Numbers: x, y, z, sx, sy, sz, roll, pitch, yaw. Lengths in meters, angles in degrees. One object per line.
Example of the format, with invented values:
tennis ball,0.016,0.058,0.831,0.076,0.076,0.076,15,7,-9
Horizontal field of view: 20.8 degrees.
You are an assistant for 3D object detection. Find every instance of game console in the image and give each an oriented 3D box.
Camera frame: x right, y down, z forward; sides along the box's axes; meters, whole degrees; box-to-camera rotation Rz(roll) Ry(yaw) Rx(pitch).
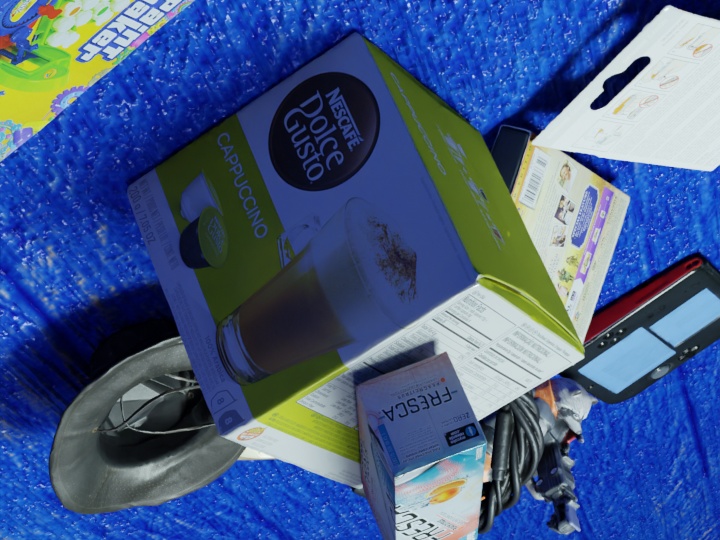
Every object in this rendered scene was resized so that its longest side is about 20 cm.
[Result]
game console,0.283,0.062,1.889,0.176,0.031,0.200,-31,155,15

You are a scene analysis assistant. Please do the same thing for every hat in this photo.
hat,-0.164,0.094,1.488,0.200,0.081,0.201,-24,144,-18

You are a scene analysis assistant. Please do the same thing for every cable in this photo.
cable,0.083,0.154,1.760,0.200,0.163,0.051,-51,-176,21

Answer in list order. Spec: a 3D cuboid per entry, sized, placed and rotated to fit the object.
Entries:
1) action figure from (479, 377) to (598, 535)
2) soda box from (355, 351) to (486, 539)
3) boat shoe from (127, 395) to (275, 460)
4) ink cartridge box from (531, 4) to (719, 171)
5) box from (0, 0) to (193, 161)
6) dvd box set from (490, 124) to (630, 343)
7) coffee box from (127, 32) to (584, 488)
action figure,0.137,0.170,1.836,0.193,0.200,0.105,-34,122,10
soda box,0.038,0.127,1.267,0.063,0.069,0.200,-21,156,-7
boat shoe,-0.139,0.118,1.585,0.199,0.072,0.065,-1,112,-21
ink cartridge box,0.236,-0.143,1.437,0.199,0.050,0.162,7,142,-37
box,-0.190,-0.164,0.904,0.200,0.122,0.192,-36,153,21
dvd box set,0.138,-0.015,1.501,0.200,0.029,0.147,22,86,-58
coffee box,0.000,0.000,1.306,0.197,0.200,0.200,-32,153,15
